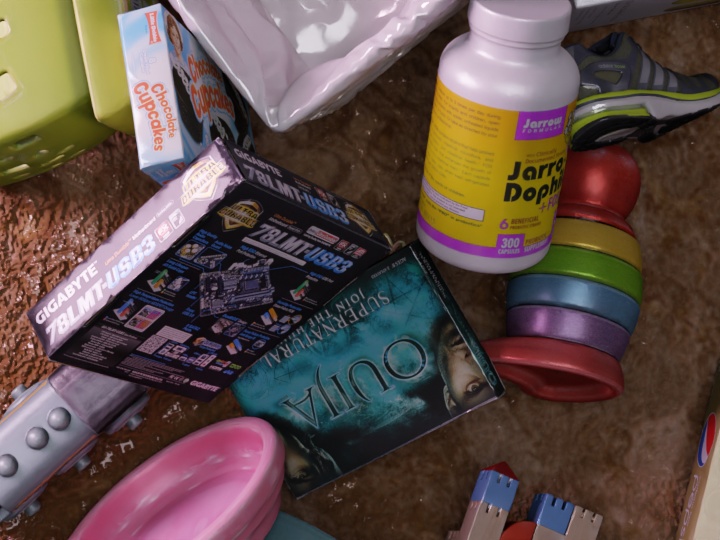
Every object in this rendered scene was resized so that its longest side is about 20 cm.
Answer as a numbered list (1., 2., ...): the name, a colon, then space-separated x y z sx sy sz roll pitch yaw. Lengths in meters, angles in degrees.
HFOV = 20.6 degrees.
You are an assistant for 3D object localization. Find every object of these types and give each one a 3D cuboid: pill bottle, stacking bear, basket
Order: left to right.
1. basket: -0.028 -0.235 1.474 0.198 0.161 0.200 -38 86 15
2. pill bottle: 0.103 -0.106 1.451 0.104 0.104 0.200 5 120 -3
3. stacking bear: 0.169 -0.008 1.556 0.121 0.114 0.200 26 70 -42

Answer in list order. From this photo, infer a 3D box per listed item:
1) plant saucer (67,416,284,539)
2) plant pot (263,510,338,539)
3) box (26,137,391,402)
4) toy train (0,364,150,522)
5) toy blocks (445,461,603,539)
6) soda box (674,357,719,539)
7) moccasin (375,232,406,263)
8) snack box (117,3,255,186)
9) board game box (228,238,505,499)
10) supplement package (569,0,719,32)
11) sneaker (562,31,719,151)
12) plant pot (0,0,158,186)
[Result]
1. plant saucer: -0.136 0.193 1.494 0.200 0.201 0.051 -35 110 -4
2. plant pot: -0.072 0.290 1.497 0.200 0.200 0.188 32 72 -1
3. box: -0.107 0.007 1.441 0.198 0.200 0.050 -42 59 17
4. toy train: -0.241 0.122 1.525 0.200 0.114 0.085 -41 90 -4
5. toy blocks: 0.141 0.238 1.557 0.200 0.100 0.137 24 76 -14
6. soda box: 0.300 0.173 1.577 0.068 0.064 0.200 15 86 -2
7. moccasin: 0.001 -0.001 1.561 0.074 0.078 0.201 -45 90 -3
8. snack box: -0.121 -0.107 1.454 0.037 0.200 0.116 -13 75 11
9. board game box: -0.003 0.079 1.532 0.200 0.028 0.135 -30 93 26
10. supplement package: 0.248 -0.267 1.567 0.200 0.114 0.110 -11 87 -3
11. sneaker: 0.216 -0.146 1.535 0.074 0.200 0.081 -26 81 35
12. plant pot: -0.247 -0.176 1.481 0.181 0.199 0.200 -10 87 6
